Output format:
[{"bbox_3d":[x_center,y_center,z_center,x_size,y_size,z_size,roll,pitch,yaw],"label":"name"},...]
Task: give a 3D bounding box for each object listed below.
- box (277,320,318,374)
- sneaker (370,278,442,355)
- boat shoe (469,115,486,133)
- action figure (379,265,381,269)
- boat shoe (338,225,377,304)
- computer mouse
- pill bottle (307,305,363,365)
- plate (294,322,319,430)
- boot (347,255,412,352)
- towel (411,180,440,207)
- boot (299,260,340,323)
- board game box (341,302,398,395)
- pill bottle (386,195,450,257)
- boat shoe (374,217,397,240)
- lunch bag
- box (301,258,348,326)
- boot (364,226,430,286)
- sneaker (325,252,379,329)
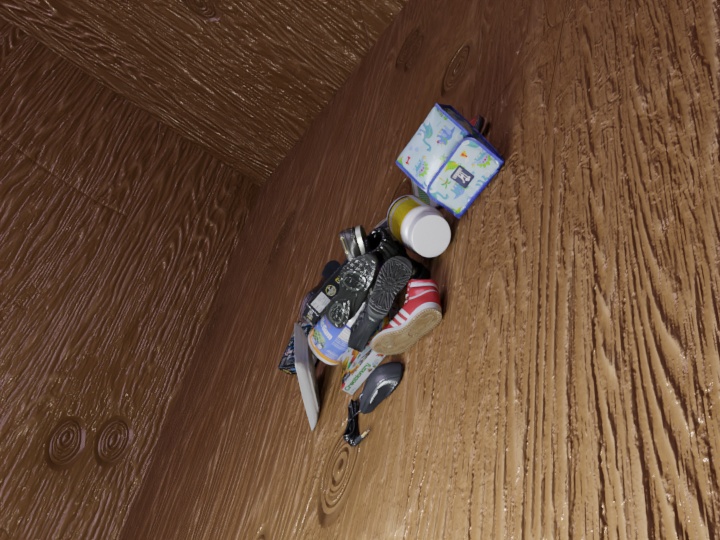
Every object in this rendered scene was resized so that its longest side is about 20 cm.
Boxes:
[{"bbox_3d":[-0.161,0.219,2.033,0.199,0.045,0.162,-20,43,62],"label":"box"},{"bbox_3d":[0.099,0.096,1.505,0.199,0.071,0.114,-37,32,34],"label":"sneaker"},{"bbox_3d":[0.236,-0.325,1.762,0.199,0.062,0.072,-40,25,43],"label":"boat shoe"},{"bbox_3d":[0.035,-0.028,1.862,0.051,0.066,0.202,-34,28,17],"label":"action figure"},{"bbox_3d":[0.000,0.000,1.643,0.059,0.207,0.072,-11,8,14],"label":"boat shoe"},{"bbox_3d":[0.016,0.281,1.486,0.200,0.045,0.142,-47,21,33],"label":"computer mouse"},{"bbox_3d":[-0.037,0.131,1.744,0.201,0.110,0.113,-51,20,26],"label":"pill bottle"},{"bbox_3d":[-0.133,0.263,1.764,0.201,0.031,0.205,-103,3,-64],"label":"plate"},{"bbox_3d":[0.040,0.077,1.560,0.166,0.065,0.201,-55,-7,-31],"label":"boot"},{"bbox_3d":[0.183,-0.233,1.733,0.199,0.023,0.157,-14,84,63],"label":"towel"},{"bbox_3d":[-0.105,0.078,2.036,0.203,0.073,0.097,-58,-21,-12],"label":"boot"},{"bbox_3d":[0.023,0.179,1.635,0.201,0.034,0.127,-52,19,23],"label":"board game box"},{"bbox_3d":[0.136,-0.104,1.637,0.116,0.113,0.200,-56,19,7],"label":"pill bottle"},{"bbox_3d":[0.067,-0.097,1.818,0.200,0.072,0.062,-44,26,-14],"label":"boat shoe"},{"bbox_3d":[0.205,-0.247,1.580,0.171,0.200,0.127,-51,-14,26],"label":"lunch bag"},{"bbox_3d":[-0.065,0.041,1.753,0.201,0.049,0.161,-49,0,-17],"label":"box"},{"bbox_3d":[0.065,-0.031,1.643,0.081,0.156,0.210,-57,19,-9],"label":"boot"},{"bbox_3d":[-0.010,0.036,1.566,0.090,0.076,0.202,-31,-22,-54],"label":"sneaker"}]
